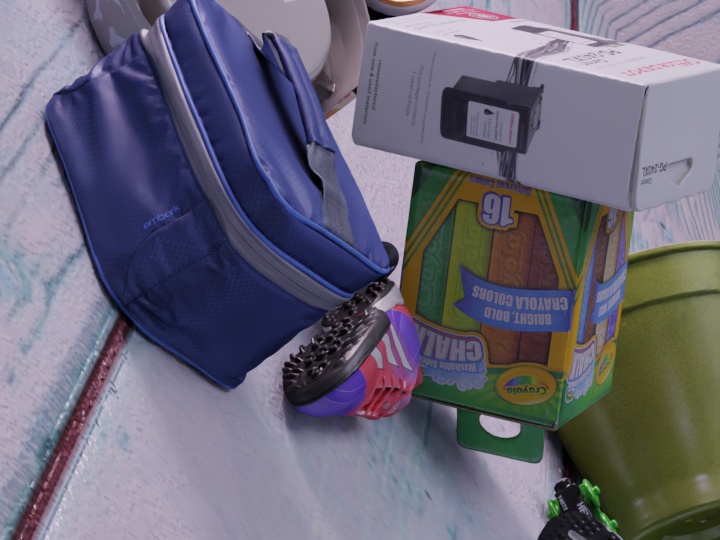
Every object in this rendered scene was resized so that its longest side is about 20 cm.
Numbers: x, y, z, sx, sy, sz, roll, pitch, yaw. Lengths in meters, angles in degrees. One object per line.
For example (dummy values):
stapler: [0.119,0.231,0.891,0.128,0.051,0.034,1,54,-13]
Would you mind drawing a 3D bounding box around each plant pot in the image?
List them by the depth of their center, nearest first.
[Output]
plant pot: [0.231,0.107,2.035,0.200,0.199,0.194,27,43,-61]

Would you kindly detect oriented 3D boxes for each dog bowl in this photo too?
dog bowl: [-0.087,-0.166,1.698,0.199,0.059,0.201,24,48,-30]

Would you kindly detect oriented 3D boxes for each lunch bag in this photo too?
lunch bag: [-0.074,-0.056,1.485,0.136,0.132,0.201,37,24,-51]

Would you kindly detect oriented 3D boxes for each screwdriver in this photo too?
screwdriver: [0.000,0.000,1.789,0.028,0.029,0.200,55,9,1]

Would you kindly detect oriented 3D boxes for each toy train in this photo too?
toy train: [0.186,0.232,1.870,0.201,0.042,0.056,63,7,29]

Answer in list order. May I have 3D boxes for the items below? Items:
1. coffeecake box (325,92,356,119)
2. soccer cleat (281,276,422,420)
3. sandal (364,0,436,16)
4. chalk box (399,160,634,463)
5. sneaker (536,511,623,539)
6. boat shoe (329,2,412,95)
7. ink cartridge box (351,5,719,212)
coffeecake box: [-0.086,-0.193,1.861,0.201,0.073,0.153,57,15,5]
soccer cleat: [0.004,0.061,1.617,0.073,0.068,0.200,61,13,-7]
sandal: [-0.017,-0.249,1.793,0.207,0.079,0.059,42,-28,29]
chalk box: [0.098,0.028,1.768,0.124,0.124,0.201,-22,121,-66]
sneaker: [0.172,0.251,1.753,0.201,0.073,0.080,62,1,10]
boat shoe: [-0.009,-0.188,1.834,0.074,0.075,0.201,74,0,-51]
ink cartridge box: [0.117,-0.106,1.716,0.199,0.084,0.145,15,15,26]
